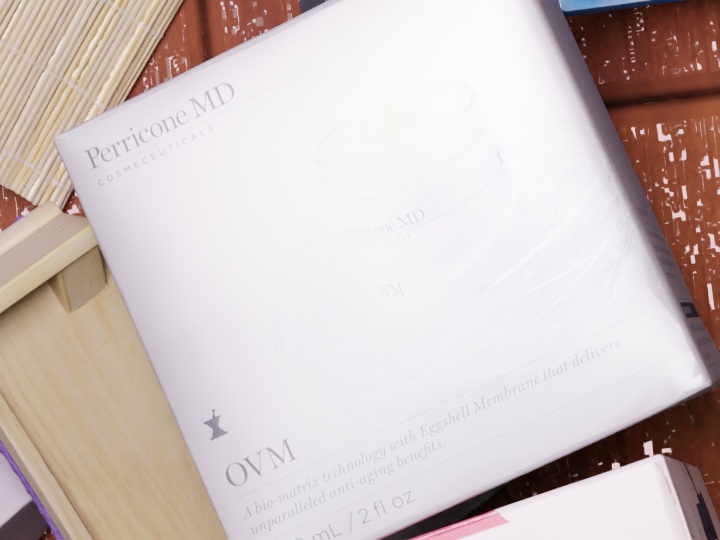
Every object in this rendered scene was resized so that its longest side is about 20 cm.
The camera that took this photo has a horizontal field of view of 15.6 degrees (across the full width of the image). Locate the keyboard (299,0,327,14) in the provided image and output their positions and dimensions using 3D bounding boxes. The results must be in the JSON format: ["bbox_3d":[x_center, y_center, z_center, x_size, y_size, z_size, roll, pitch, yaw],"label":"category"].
[{"bbox_3d":[0.020,-0.211,1.197,0.126,0.021,0.201,-8,86,20],"label":"keyboard"}]

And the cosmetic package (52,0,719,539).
[{"bbox_3d":[0.015,-0.005,1.059,0.198,0.123,0.201,-26,84,10],"label":"cosmetic package"}]

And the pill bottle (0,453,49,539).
[{"bbox_3d":[-0.232,0.059,1.187,0.200,0.120,0.120,43,95,10],"label":"pill bottle"}]

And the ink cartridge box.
[{"bbox_3d":[0.079,0.139,1.086,0.144,0.200,0.085,-20,81,9],"label":"ink cartridge box"}]

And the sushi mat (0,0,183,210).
[{"bbox_3d":[-0.120,-0.127,1.196,0.012,0.095,0.201,34,94,47],"label":"sushi mat"}]

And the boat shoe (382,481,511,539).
[{"bbox_3d":[0.059,0.057,1.163,0.200,0.066,0.072,-39,79,20],"label":"boat shoe"}]

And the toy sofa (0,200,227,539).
[{"bbox_3d":[-0.111,0.075,1.133,0.083,0.097,0.201,-36,109,-18],"label":"toy sofa"}]

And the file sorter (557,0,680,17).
[{"bbox_3d":[0.178,-0.197,1.091,0.199,0.123,0.140,-9,85,-15],"label":"file sorter"}]
